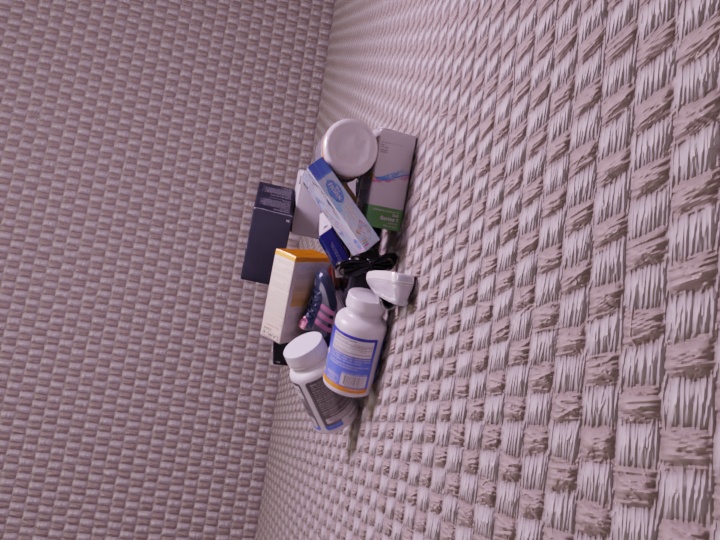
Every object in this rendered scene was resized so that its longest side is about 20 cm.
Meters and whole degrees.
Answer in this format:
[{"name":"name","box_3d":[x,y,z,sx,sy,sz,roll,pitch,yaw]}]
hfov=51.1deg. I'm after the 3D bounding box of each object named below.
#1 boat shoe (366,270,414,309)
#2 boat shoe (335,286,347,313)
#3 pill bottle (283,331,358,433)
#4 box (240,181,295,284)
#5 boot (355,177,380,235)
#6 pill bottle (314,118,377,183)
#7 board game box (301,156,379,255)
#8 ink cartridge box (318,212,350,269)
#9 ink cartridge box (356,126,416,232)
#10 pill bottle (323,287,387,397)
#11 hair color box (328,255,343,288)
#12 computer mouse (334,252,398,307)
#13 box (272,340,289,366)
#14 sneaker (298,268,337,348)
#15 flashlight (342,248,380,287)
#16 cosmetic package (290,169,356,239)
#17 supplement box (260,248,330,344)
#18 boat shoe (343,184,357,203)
[{"name":"boat shoe","box_3d":[0.055,0.041,1.445,0.199,0.070,0.070,179,102,-71]},{"name":"boat shoe","box_3d":[-0.006,0.124,1.709,0.203,0.091,0.075,66,151,20]},{"name":"pill bottle","box_3d":[-0.089,0.246,1.656,0.114,0.111,0.204,-107,-5,-69]},{"name":"box","box_3d":[-0.239,-0.097,1.952,0.183,0.101,0.204,-98,21,-64]},{"name":"boot","box_3d":[0.006,-0.159,1.853,0.168,0.074,0.206,173,100,-76]},{"name":"pill bottle","box_3d":[-0.037,-0.245,1.589,0.200,0.113,0.120,-176,96,-79]},{"name":"board game box","box_3d":[-0.045,-0.127,1.568,0.201,0.043,0.200,56,173,-3]},{"name":"ink cartridge box","box_3d":[-0.060,-0.070,1.765,0.101,0.039,0.201,60,-171,-20]},{"name":"ink cartridge box","box_3d":[0.051,-0.193,1.616,0.145,0.082,0.206,-149,69,-79]},{"name":"pill bottle","box_3d":[-0.007,0.144,1.541,0.112,0.109,0.205,-111,32,-71]},{"name":"hair color box","box_3d":[-0.070,0.069,1.838,0.111,0.062,0.206,-7,-93,-72]},{"name":"computer mouse","box_3d":[0.008,0.043,1.590,0.202,0.135,0.054,100,157,-56]},{"name":"box","box_3d":[-0.156,0.113,1.944,0.202,0.120,0.202,98,179,-51]},{"name":"sneaker","box_3d":[-0.099,0.096,1.685,0.070,0.080,0.205,36,133,51]},{"name":"flashlight","box_3d":[0.000,0.000,1.747,0.068,0.068,0.200,-46,-5,-16]},{"name":"cosmetic package","box_3d":[-0.082,-0.168,2.011,0.165,0.195,0.170,-140,61,-79]},{"name":"supplement box","box_3d":[-0.148,0.057,1.725,0.072,0.125,0.205,20,102,36]},{"name":"boat shoe","box_3d":[-0.043,-0.163,1.783,0.065,0.072,0.204,61,-169,-72]}]
